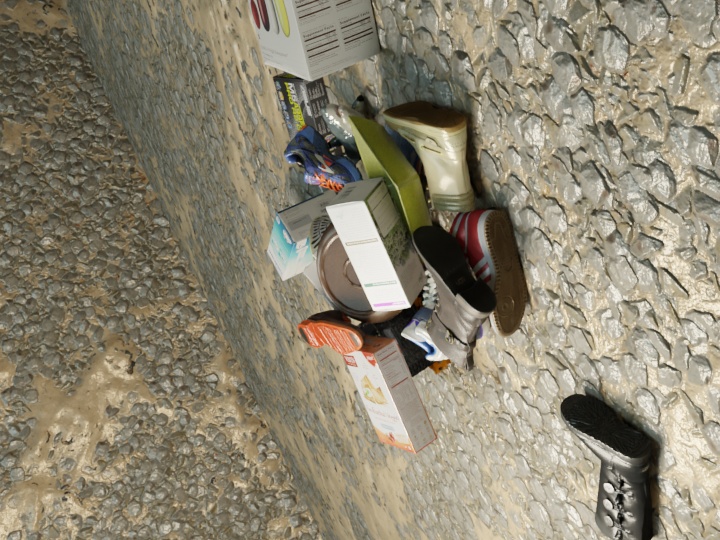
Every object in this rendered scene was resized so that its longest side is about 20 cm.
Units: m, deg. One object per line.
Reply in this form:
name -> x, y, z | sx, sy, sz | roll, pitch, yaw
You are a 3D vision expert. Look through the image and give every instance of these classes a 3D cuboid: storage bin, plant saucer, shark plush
storage bin -> 0.054, 0.148, 1.672 | 0.137, 0.093, 0.200 | 59, 155, 6
plant saucer -> 0.000, 0.000, 1.536 | 0.197, 0.032, 0.204 | 10, 110, 28
shark plush -> -0.028, -0.249, 1.626 | 0.200, 0.082, 0.092 | 91, 169, -72
plant saucer -> 0.060, -0.143, 1.454 | 0.201, 0.047, 0.201 | 59, 175, 39

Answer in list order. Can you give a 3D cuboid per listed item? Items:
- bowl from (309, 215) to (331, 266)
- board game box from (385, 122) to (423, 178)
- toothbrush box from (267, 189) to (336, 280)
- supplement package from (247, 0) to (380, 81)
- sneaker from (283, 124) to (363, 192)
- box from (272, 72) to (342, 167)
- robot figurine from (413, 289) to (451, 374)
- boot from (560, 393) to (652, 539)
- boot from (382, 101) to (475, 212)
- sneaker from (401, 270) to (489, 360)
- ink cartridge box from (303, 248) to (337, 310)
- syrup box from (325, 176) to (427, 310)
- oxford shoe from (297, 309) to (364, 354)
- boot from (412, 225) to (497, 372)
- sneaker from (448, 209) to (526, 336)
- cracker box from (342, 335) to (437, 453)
bowl -> -0.004, -0.036, 1.730 | 0.093, 0.200, 0.203 | -26, 89, 27
board game box -> 0.070, -0.181, 1.550 | 0.104, 0.019, 0.201 | 56, 157, 26
toothbrush box -> -0.116, -0.076, 1.929 | 0.086, 0.145, 0.201 | 59, 159, 16
supplement package -> -0.089, -0.451, 1.465 | 0.191, 0.146, 0.203 | 33, 143, 54
sneaker -> -0.064, -0.178, 1.602 | 0.200, 0.078, 0.076 | 43, 163, 23
box -> -0.106, -0.305, 1.800 | 0.160, 0.044, 0.203 | 28, 138, 58
robot figurine -> 0.119, 0.092, 1.671 | 0.145, 0.058, 0.203 | 39, 147, 49
boot -> 0.369, 0.304, 1.314 | 0.165, 0.065, 0.202 | 41, 152, 50
boot -> 0.110, -0.181, 1.391 | 0.199, 0.072, 0.158 | 29, 140, 53
sneaker -> 0.123, 0.054, 1.500 | 0.202, 0.145, 0.081 | 64, 158, 3
ink cartridge box -> -0.007, -0.025, 1.617 | 0.115, 0.200, 0.068 | 48, -175, 6
syrup box -> 0.029, -0.040, 1.407 | 0.080, 0.079, 0.202 | -6, 120, 35
oxford shoe -> -0.043, 0.101, 1.596 | 0.199, 0.072, 0.072 | 6, 130, 57
boot -> 0.130, 0.049, 1.385 | 0.201, 0.068, 0.175 | 55, 152, 24
sneaker -> 0.195, 0.000, 1.376 | 0.112, 0.070, 0.204 | 15, 119, 58
cracker box -> 0.049, 0.220, 1.576 | 0.133, 0.057, 0.203 | -1, 114, 63
